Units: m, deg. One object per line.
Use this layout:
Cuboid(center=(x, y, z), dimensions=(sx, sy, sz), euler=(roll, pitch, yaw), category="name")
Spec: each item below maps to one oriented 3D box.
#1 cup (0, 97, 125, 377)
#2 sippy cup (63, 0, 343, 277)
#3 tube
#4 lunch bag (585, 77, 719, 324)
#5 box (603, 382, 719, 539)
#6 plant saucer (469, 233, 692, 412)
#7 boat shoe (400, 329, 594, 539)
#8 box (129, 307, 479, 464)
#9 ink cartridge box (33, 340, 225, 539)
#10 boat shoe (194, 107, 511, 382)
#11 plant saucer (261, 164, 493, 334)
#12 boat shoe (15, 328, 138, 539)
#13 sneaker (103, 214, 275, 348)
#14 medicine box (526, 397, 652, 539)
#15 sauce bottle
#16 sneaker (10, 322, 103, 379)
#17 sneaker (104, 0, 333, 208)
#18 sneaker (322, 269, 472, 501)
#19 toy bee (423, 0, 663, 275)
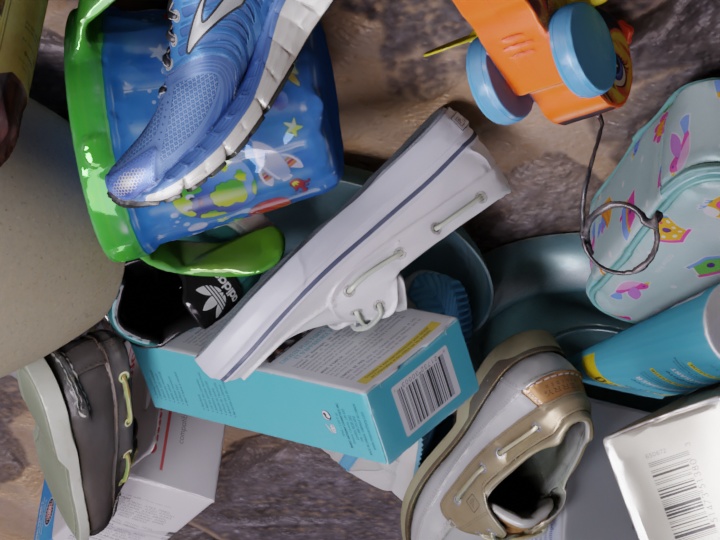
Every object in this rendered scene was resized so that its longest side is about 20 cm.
Cuboid(center=(-0.213, -0.021, 1.434), dimensions=(0.142, 0.202, 0.200), euler=(2, 154, -29), category="cup")
Cuboid(center=(-0.078, -0.081, 1.357), dimensions=(0.129, 0.141, 0.178), euler=(-10, 166, 4), category="sippy cup")
Cuboid(center=(0.175, 0.047, 1.459), dimensions=(0.077, 0.051, 0.200), euler=(18, 164, -13), category="tube")
Cuboid(center=(0.221, -0.028, 1.425), dimensions=(0.159, 0.078, 0.200), euler=(13, 154, -11), category="lunch bag")
Cuboid(center=(0.220, 0.105, 1.453), dimensions=(0.077, 0.096, 0.200), euler=(-22, 176, 29), category="box")
Cuboid(center=(0.148, 0.042, 1.607), dimensions=(0.199, 0.028, 0.201), euler=(6, 148, 4), category="plant saucer")
Cuboid(center=(0.081, 0.129, 1.536), dimensions=(0.074, 0.069, 0.201), euler=(-11, 139, -30), category="boat shoe")
Cuboid(center=(-0.034, 0.053, 1.473), dimensions=(0.199, 0.082, 0.049), euler=(10, 127, 45), category="box")
Cuboid(center=(-0.140, 0.112, 1.689), dimensions=(0.067, 0.117, 0.200), euler=(19, 148, -21), category="ink cartridge box")
Cuboid(center=(0.000, 0.000, 1.413), dimensions=(0.067, 0.200, 0.074), euler=(46, 178, -4), category="boat shoe")
Cuboid(center=(-0.017, -0.009, 1.539), dimensions=(0.199, 0.028, 0.201), euler=(9, 149, 5), category="plant saucer")
Cuboid(center=(-0.160, 0.102, 1.543), dimensions=(0.060, 0.072, 0.202), euler=(-25, 155, -14), category="boat shoe")
Cuboid(center=(-0.137, 0.002, 1.503), dimensions=(0.199, 0.080, 0.072), euler=(-6, 129, 47), category="sneaker")
Cuboid(center=(0.153, 0.159, 1.673), dimensions=(0.181, 0.104, 0.200), euler=(14, 162, -26), category="medicine box")
Cuboid(center=(-0.192, -0.094, 1.274), dimensions=(0.065, 0.201, 0.066), euler=(3, 148, 2), category="sauce bottle")
Cuboid(center=(-0.234, 0.015, 1.608), dimensions=(0.082, 0.075, 0.200), euler=(-1, 145, 39), category="sneaker")
Cuboid(center=(-0.072, -0.121, 1.254), dimensions=(0.089, 0.201, 0.079), euler=(31, 178, -11), category="sneaker")
Cuboid(center=(0.016, 0.067, 1.555), dimensions=(0.080, 0.077, 0.201), euler=(25, 143, 12), category="sneaker")
Cuboid(center=(0.095, -0.113, 1.312), dimensions=(0.130, 0.109, 0.201), euler=(3, 125, 20), category="toy bee")
